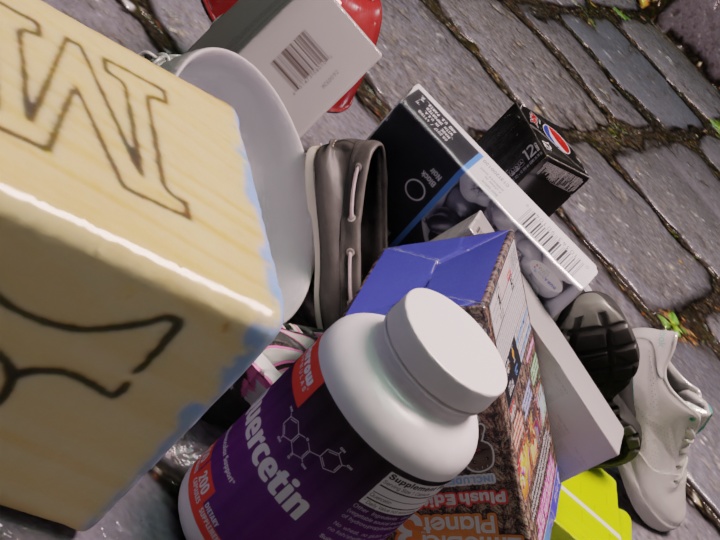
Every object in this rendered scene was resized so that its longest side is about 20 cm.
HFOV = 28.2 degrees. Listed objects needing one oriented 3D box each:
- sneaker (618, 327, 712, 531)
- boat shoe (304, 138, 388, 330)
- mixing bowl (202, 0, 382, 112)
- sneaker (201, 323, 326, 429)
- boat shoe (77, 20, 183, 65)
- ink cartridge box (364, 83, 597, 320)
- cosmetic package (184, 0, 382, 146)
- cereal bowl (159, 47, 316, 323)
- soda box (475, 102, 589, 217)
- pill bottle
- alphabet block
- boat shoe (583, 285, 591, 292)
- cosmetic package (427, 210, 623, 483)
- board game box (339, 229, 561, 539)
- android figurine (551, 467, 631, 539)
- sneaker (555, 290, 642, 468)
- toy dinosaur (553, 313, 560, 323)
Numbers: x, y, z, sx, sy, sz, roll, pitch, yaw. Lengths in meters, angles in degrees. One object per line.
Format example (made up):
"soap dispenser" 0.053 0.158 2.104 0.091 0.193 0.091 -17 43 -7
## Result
"sneaker" 0.270 0.143 1.263 0.075 0.088 0.201 -58 132 -58
"boat shoe" 0.000 0.000 1.068 0.067 0.057 0.201 -6 88 -67
"mixing bowl" -0.052 -0.270 1.448 0.200 0.108 0.201 34 27 -20
"sneaker" -0.057 0.066 0.951 0.200 0.080 0.087 45 42 -28
"boat shoe" -0.164 -0.139 1.126 0.199 0.068 0.074 44 25 -2
"ink cartridge box" 0.053 -0.009 1.124 0.198 0.200 0.043 46 42 4
"cosmetic package" -0.072 -0.174 1.171 0.085 0.108 0.200 46 -4 -18
"cereal bowl" -0.113 -0.050 1.011 0.200 0.083 0.201 36 49 -54
"soda box" 0.095 -0.044 1.218 0.063 0.200 0.071 22 33 -42
"pill bottle" -0.010 0.103 0.837 0.112 0.200 0.113 34 27 -20
"alphabet block" -0.185 -0.011 0.761 0.199 0.195 0.197 27 28 -35
"boat shoe" 0.158 0.003 1.404 0.200 0.072 0.068 43 23 -22
"cosmetic package" 0.106 0.063 1.058 0.201 0.082 0.051 57 22 -8
"board game box" 0.066 0.095 0.964 0.160 0.096 0.201 -55 135 -68
"android figurine" 0.155 0.177 1.161 0.182 0.041 0.200 40 23 -12
"sneaker" 0.183 0.077 1.150 0.201 0.075 0.080 76 10 -48
"toy dinosaur" 0.170 0.093 1.269 0.200 0.077 0.102 58 4 -25
